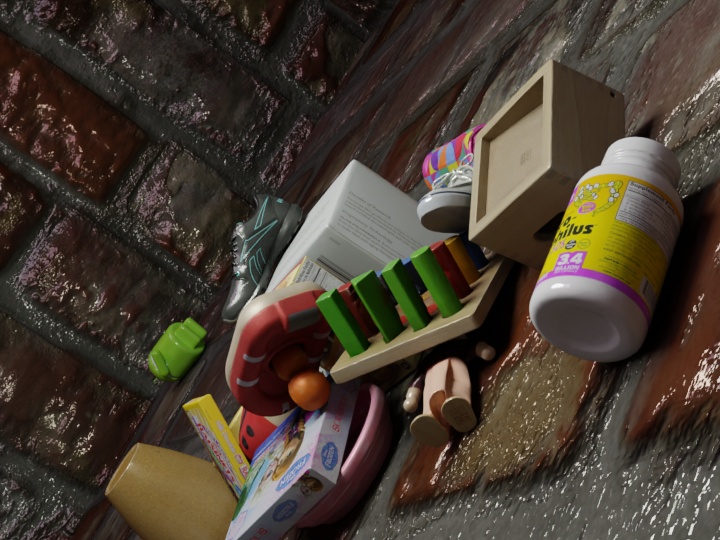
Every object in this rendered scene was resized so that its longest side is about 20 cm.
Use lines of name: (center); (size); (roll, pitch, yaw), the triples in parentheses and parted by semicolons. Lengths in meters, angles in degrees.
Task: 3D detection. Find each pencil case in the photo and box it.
pencil case: (0.163, -0.161, 1.752); (0.089, 0.088, 0.200); (-58, 14, -14)

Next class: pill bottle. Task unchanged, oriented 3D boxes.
pill bottle: (0.228, -0.024, 1.063); (0.104, 0.104, 0.201); (-38, 21, 55)

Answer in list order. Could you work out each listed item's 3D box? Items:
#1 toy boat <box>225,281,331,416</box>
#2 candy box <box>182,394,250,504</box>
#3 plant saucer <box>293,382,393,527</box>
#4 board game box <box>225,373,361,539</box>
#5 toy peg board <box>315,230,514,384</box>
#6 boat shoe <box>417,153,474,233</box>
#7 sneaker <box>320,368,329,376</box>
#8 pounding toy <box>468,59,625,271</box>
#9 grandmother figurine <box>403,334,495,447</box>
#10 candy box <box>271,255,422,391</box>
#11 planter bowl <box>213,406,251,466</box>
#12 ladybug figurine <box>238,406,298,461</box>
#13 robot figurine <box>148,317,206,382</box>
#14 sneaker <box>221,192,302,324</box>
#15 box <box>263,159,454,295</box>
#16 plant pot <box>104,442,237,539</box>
toy boat: (-0.084, 0.118, 1.460); (0.130, 0.131, 0.200); (-19, -32, -29)
candy box: (-0.189, 0.273, 1.705); (0.026, 0.201, 0.102); (-30, 1, -26)
plant saucer: (-0.022, 0.237, 1.474); (0.201, 0.051, 0.201); (-52, 13, 17)
board game box: (-0.085, 0.244, 1.479); (0.200, 0.041, 0.200); (-48, 14, 30)
toy peg board: (0.059, 0.017, 1.395); (0.199, 0.098, 0.199); (-24, 14, 28)
boat shoe: (0.130, -0.097, 1.424); (0.074, 0.201, 0.087); (-28, 72, 38)
sneaker: (-0.065, 0.192, 1.698); (0.076, 0.077, 0.201); (-40, 22, 46)
pounding toy: (0.215, -0.108, 1.338); (0.200, 0.142, 0.185); (-45, 30, 49)
grandmother figurine: (0.096, 0.113, 1.323); (0.121, 0.061, 0.200); (-24, 22, 12)
candy box: (-0.027, 0.079, 1.555); (0.115, 0.200, 0.055); (-44, 17, 46)
planter bowl: (-0.139, 0.240, 1.837); (0.201, 0.083, 0.201); (-53, 10, 14)
ladybug figurine: (-0.127, 0.205, 1.657); (0.136, 0.072, 0.201); (-94, 16, -44)
robot figurine: (-0.504, 0.224, 3.235); (0.200, 0.116, 0.176); (-50, 4, 28)
sneaker: (-0.157, -0.018, 1.679); (0.201, 0.079, 0.075); (-65, 11, -19)
box: (0.000, 0.000, 1.663); (0.199, 0.199, 0.172); (-48, 15, 37)
plant pot: (-0.286, 0.358, 1.827); (0.187, 0.200, 0.187); (-53, 11, 15)
